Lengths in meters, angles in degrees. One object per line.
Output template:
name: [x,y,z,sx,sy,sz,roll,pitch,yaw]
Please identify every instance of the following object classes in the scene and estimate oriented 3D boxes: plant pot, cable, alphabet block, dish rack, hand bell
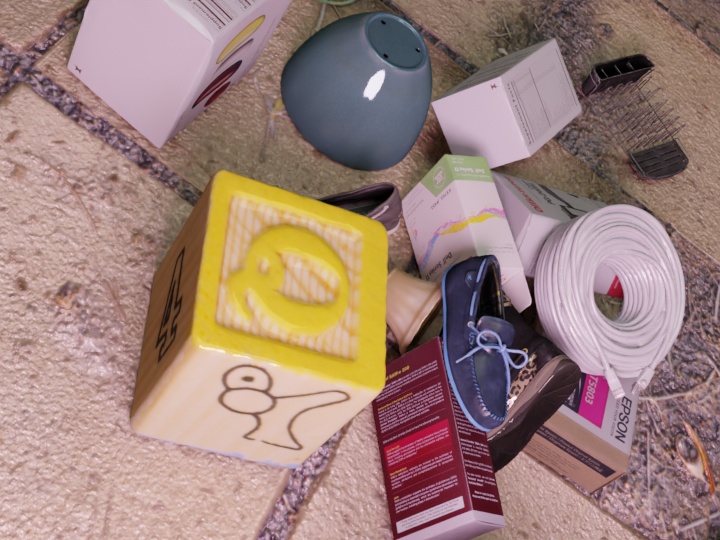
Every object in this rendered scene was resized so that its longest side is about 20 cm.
plant pot: [0.015,-0.249,1.337,0.198,0.135,0.202,15,55,-23]
cable: [0.298,0.026,1.239,0.200,0.069,0.201,-42,101,-26]
alphabet block: [-0.099,0.055,1.030,0.193,0.200,0.198,16,54,-23]
dish rack: [0.444,-0.238,1.647,0.152,0.055,0.201,-20,73,-37]
hand bell: [0.000,0.000,1.218,0.199,0.105,0.104,35,48,9]

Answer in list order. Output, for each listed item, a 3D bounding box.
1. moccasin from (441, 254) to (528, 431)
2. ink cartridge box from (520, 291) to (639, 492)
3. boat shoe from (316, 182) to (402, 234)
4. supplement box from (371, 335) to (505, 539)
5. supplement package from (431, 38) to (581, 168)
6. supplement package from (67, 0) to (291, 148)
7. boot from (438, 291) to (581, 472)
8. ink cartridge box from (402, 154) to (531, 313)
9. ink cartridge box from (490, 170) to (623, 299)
moccasin: [0.128,0.067,1.109,0.080,0.068,0.202,25,46,-43]
ink cartridge box: [0.255,0.139,1.279,0.164,0.075,0.201,30,49,-10]
boat shoe: [-0.047,-0.059,1.188,0.198,0.057,0.067,-14,54,-12]
supplement box: [0.077,0.185,1.111,0.061,0.108,0.202,21,50,-44]
supplement package: [0.200,-0.221,1.409,0.200,0.109,0.115,-38,109,-50]
supplement package: [-0.196,-0.288,1.194,0.147,0.191,0.200,40,49,-1]
boot: [0.135,0.130,1.174,0.073,0.200,0.151,24,23,-46]
ink cartridge box: [0.125,-0.025,1.273,0.067,0.117,0.202,1,60,-32]
ink cartridge box: [0.255,-0.046,1.351,0.198,0.084,0.146,13,23,-25]
